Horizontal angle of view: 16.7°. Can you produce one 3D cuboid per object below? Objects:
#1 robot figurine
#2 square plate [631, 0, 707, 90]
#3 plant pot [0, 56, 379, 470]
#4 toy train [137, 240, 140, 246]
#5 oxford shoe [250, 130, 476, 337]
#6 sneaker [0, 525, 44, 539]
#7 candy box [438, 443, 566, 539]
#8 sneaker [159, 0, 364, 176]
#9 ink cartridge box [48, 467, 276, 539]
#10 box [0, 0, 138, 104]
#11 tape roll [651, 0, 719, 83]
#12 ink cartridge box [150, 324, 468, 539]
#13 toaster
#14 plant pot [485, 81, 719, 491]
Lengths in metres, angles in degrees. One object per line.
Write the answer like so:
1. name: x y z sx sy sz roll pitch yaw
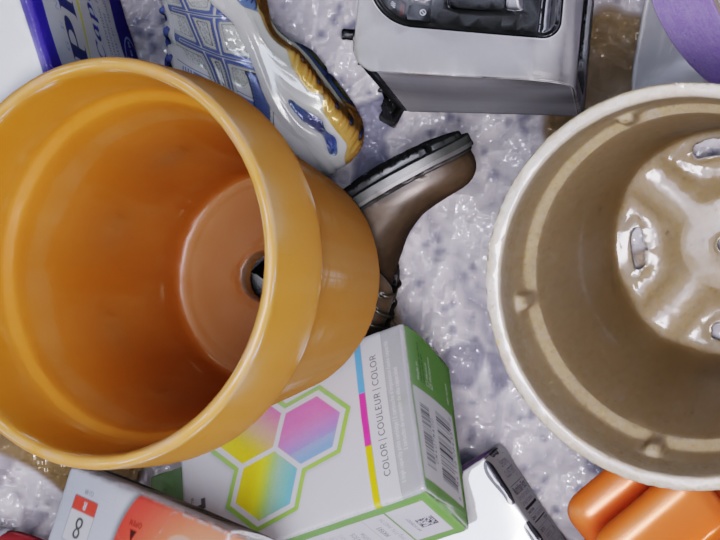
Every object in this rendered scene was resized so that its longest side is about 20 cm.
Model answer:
1. robot figurine: 0.191 0.178 1.291 0.144 0.117 0.200 -9 132 45
2. square plate: 0.257 -0.175 1.317 0.200 0.028 0.198 10 108 10
3. plant pot: -0.086 0.001 1.263 0.200 0.183 0.200 -2 86 28
4. toy train: -0.222 -0.003 1.361 0.200 0.114 0.085 -12 90 -15
5. oxford shoe: 0.000 0.000 1.373 0.200 0.073 0.084 -42 88 22
6. sneaker: -0.194 0.254 1.415 0.112 0.071 0.200 13 93 18
7. candy box: 0.061 0.226 1.370 0.168 0.072 0.200 -35 86 10
8. sneaker: -0.086 -0.126 1.373 0.088 0.075 0.200 -35 90 13
9. ink cartridge box: -0.129 0.216 1.296 0.162 0.050 0.200 14 81 52
10. box: -0.209 -0.164 1.332 0.105 0.200 0.184 -18 90 10
11. tape roll: 0.246 -0.166 1.232 0.200 0.066 0.200 11 133 12
12. ink cartridge box: -0.045 0.116 1.351 0.200 0.059 0.104 -21 54 21
13. toaster: 0.064 -0.173 1.297 0.119 0.200 0.181 5 86 7
14. plant pot: 0.180 -0.003 1.273 0.200 0.183 0.201 2 98 14
